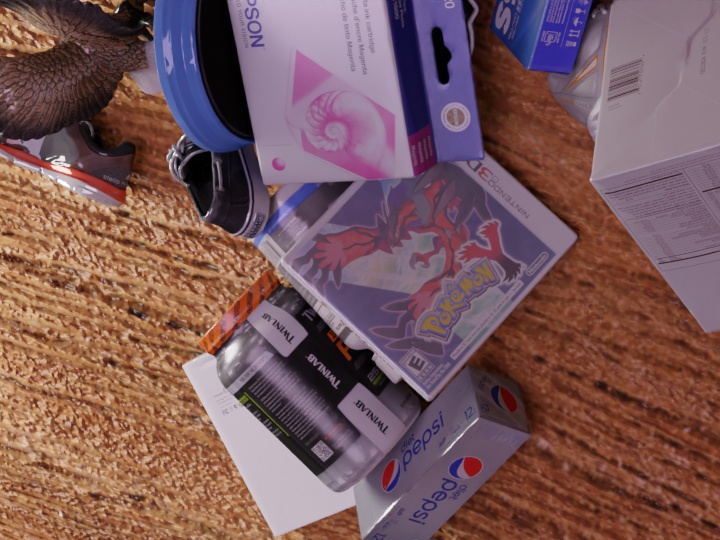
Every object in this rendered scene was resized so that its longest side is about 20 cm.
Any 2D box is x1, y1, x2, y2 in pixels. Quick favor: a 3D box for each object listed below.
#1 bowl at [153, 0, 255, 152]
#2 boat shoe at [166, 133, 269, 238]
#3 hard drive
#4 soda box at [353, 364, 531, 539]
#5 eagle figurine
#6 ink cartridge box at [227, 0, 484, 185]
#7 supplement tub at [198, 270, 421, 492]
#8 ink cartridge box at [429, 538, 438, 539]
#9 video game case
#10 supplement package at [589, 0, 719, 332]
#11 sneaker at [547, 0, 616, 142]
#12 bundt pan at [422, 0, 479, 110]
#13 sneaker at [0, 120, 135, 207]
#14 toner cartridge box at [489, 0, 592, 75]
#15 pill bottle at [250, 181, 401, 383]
[{"bbox_3d":[-0.114,-0.205,1.614,0.039,0.201,0.202,1,109,26],"label":"bowl"},{"bbox_3d":[-0.142,-0.102,1.686,0.074,0.068,0.200,-58,34,31],"label":"boat shoe"},{"bbox_3d":[-0.082,0.158,1.837,0.132,0.026,0.201,-26,95,33],"label":"hard drive"},{"bbox_3d":[0.074,0.181,1.723,0.063,0.068,0.200,21,127,-27],"label":"soda box"},{"bbox_3d":[-0.265,-0.211,1.692,0.150,0.200,0.152,-3,113,30],"label":"eagle figurine"},{"bbox_3d":[-0.006,-0.174,1.564,0.199,0.043,0.197,-3,112,20],"label":"ink cartridge box"},{"bbox_3d":[-0.050,0.102,1.729,0.200,0.123,0.123,44,123,-2],"label":"supplement tub"},{"bbox_3d":[0.063,0.385,1.770,0.145,0.147,0.201,16,115,23],"label":"ink cartridge box"},{"bbox_3d":[0.061,-0.018,1.617,0.182,0.023,0.200,42,82,5],"label":"video game case"},{"bbox_3d":[0.291,-0.095,1.397,0.147,0.192,0.200,-15,134,32],"label":"supplement package"},{"bbox_3d":[0.219,-0.203,1.512,0.092,0.076,0.200,39,121,16],"label":"sneaker"},{"bbox_3d":[0.013,-0.236,1.595,0.201,0.076,0.203,6,115,14],"label":"bundt pan"},{"bbox_3d":[-0.306,-0.134,1.839,0.199,0.077,0.082,26,92,17],"label":"sneaker"},{"bbox_3d":[0.164,-0.272,1.501,0.095,0.043,0.201,-122,41,-55],"label":"toner cartridge box"},{"bbox_3d":[0.000,0.000,1.681,0.200,0.114,0.114,47,123,5],"label":"pill bottle"}]
